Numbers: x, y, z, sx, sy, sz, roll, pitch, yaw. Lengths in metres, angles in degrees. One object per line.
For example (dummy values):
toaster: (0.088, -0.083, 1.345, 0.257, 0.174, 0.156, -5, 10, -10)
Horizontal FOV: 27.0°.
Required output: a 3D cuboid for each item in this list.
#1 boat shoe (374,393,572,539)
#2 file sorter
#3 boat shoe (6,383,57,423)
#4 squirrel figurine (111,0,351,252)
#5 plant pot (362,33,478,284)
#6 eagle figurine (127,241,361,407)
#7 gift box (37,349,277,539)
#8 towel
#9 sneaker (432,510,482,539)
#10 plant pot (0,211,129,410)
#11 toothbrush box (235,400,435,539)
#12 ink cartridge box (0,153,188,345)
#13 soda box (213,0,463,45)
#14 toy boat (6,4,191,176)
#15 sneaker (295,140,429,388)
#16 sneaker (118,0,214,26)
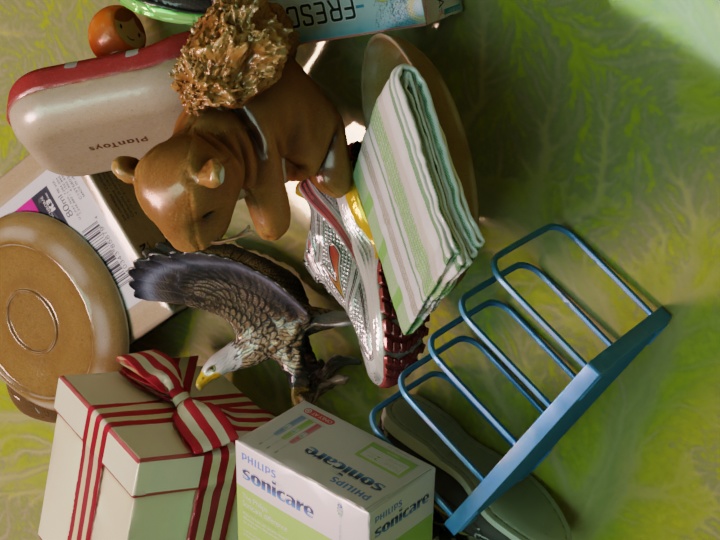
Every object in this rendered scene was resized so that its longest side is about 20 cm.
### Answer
boat shoe: (0.093, 0.188, 1.282, 0.201, 0.071, 0.061, 40, 129, 22)
file sorter: (0.119, 0.080, 1.181, 0.123, 0.138, 0.201, 46, 125, 13)
boat shoe: (-0.259, 0.121, 1.482, 0.198, 0.063, 0.074, 14, 126, 26)
squirrel figurine: (-0.108, -0.112, 1.137, 0.140, 0.186, 0.203, 11, 115, 25)
plant pot: (0.047, -0.082, 1.135, 0.200, 0.027, 0.203, 164, 90, -77)
eagle figurine: (-0.098, 0.038, 1.293, 0.201, 0.151, 0.151, 52, 137, -4)
gift box: (-0.166, 0.180, 1.338, 0.184, 0.198, 0.189, 31, 117, 43)
towel: (0.038, -0.047, 1.100, 0.200, 0.030, 0.151, 116, 139, -71)
sneaker: (0.065, 0.251, 1.318, 0.199, 0.078, 0.091, 36, 129, 18)
plant pot: (-0.303, 0.045, 1.413, 0.198, 0.027, 0.203, 13, 115, 28)
toothbrush box: (-0.022, 0.231, 1.214, 0.145, 0.086, 0.202, 22, 125, 37)
ink cartridge box: (-0.256, -0.023, 1.419, 0.164, 0.075, 0.201, -31, 91, 35)
soda box: (-0.021, -0.219, 1.198, 0.198, 0.068, 0.064, -2, 107, 33)
toy boat: (-0.204, -0.168, 1.289, 0.197, 0.131, 0.132, -10, 69, 4)
sneaker: (0.000, 0.000, 1.248, 0.081, 0.078, 0.203, -20, 76, 30)
sneaker: (-0.184, -0.277, 1.266, 0.200, 0.076, 0.084, 44, 121, 21)
